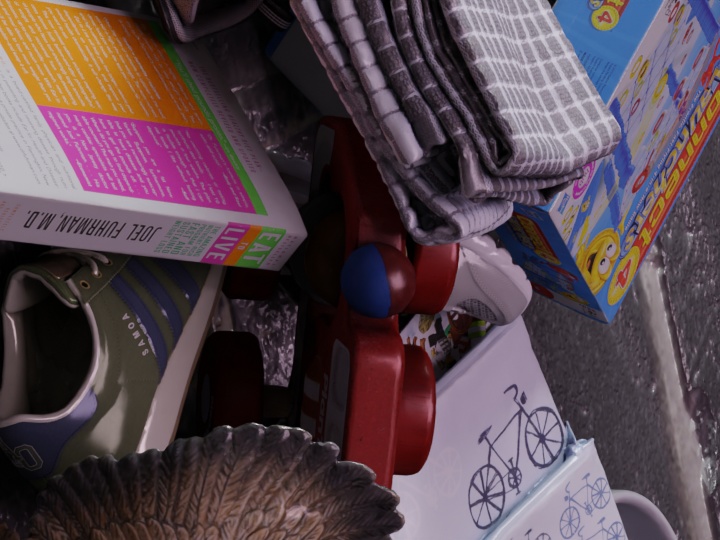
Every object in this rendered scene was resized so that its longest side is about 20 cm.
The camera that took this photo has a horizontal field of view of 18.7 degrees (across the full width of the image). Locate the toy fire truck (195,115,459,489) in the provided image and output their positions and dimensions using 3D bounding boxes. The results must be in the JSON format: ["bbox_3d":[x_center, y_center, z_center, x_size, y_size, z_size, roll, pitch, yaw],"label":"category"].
[{"bbox_3d":[-0.006,0.032,1.030,0.112,0.168,0.200,5,99,-14],"label":"toy fire truck"}]

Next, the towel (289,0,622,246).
[{"bbox_3d":[0.035,-0.116,1.008,0.200,0.086,0.166,63,17,4],"label":"towel"}]

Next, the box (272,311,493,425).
[{"bbox_3d":[0.025,0.097,1.221,0.200,0.038,0.137,-50,127,-45],"label":"box"}]

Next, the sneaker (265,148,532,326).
[{"bbox_3d":[0.000,0.000,1.164,0.200,0.075,0.082,20,84,-27],"label":"sneaker"}]

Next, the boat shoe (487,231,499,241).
[{"bbox_3d":[0.096,-0.090,1.324,0.060,0.074,0.200,55,52,-24],"label":"boat shoe"}]

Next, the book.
[{"bbox_3d":[-0.125,-0.063,0.940,0.200,0.048,0.134,8,39,-50],"label":"book"}]

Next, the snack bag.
[{"bbox_3d":[0.080,0.141,1.205,0.189,0.021,0.200,-39,113,-46],"label":"snack bag"}]

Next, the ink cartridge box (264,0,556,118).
[{"bbox_3d":[0.060,-0.165,1.204,0.084,0.146,0.200,44,35,11],"label":"ink cartridge box"}]

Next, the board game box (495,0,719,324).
[{"bbox_3d":[0.146,-0.093,1.233,0.200,0.056,0.196,-61,157,-9],"label":"board game box"}]

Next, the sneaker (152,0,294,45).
[{"bbox_3d":[-0.100,-0.173,0.990,0.200,0.075,0.114,24,30,-49],"label":"sneaker"}]

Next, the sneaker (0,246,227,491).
[{"bbox_3d":[-0.119,0.010,1.003,0.090,0.067,0.200,37,54,-41],"label":"sneaker"}]

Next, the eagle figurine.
[{"bbox_3d":[-0.092,0.148,0.914,0.151,0.200,0.152,-44,123,-47],"label":"eagle figurine"}]

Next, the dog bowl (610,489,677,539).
[{"bbox_3d":[0.129,0.235,1.342,0.200,0.079,0.200,7,82,-56],"label":"dog bowl"}]
